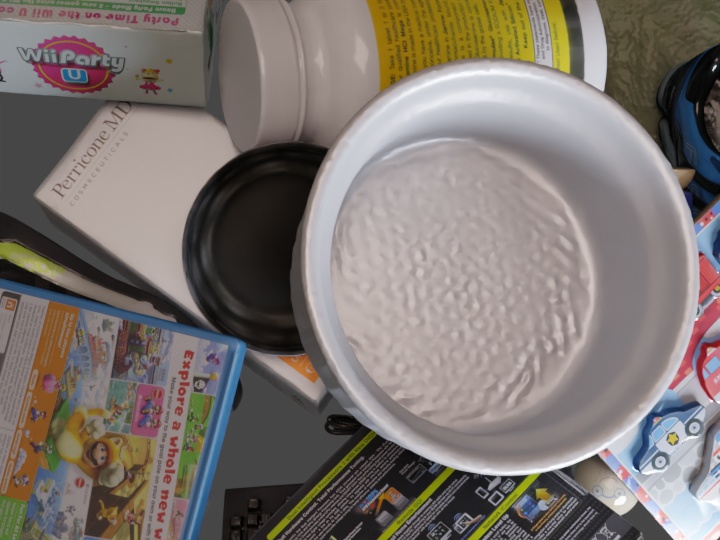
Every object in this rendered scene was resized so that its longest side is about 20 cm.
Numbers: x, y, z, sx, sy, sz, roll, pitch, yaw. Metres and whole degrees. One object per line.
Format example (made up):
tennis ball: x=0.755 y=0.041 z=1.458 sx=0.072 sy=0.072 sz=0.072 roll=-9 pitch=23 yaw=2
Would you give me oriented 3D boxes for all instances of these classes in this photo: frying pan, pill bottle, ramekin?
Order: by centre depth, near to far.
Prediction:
ramekin: x=0.059 y=0.002 z=0.820 sx=0.199 sy=0.098 sz=0.201 roll=2 pitch=82 yaw=-13
frying pan: x=-0.003 y=-0.017 z=0.878 sx=0.189 sy=0.031 sz=0.116 roll=-8 pitch=101 yaw=-12
pill bottle: x=0.027 y=-0.115 z=0.913 sx=0.199 sy=0.112 sz=0.113 roll=-6 pitch=79 yaw=-20

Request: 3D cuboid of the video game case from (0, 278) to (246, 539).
video game case: x=-0.172 y=0.083 z=0.866 sx=0.199 sy=0.018 sz=0.144 roll=13 pitch=84 yaw=12

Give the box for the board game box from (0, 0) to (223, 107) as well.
board game box: x=-0.149 y=-0.193 z=0.934 sx=0.147 sy=0.064 sz=0.201 roll=5 pitch=54 yaw=0

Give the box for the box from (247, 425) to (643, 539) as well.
box: x=0.024 y=0.168 z=0.844 sx=0.160 sy=0.044 sz=0.200 roll=35 pitch=69 yaw=31

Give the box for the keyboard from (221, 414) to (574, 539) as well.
keyboard: x=0.021 y=0.126 z=0.912 sx=0.199 sy=0.021 sz=0.128 roll=-5 pitch=54 yaw=9

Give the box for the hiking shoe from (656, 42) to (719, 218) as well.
hiking shoe: x=0.217 y=-0.034 z=0.940 sx=0.074 sy=0.087 sz=0.201 roll=-14 pitch=80 yaw=-4

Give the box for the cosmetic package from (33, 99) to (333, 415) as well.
cosmetic package: x=-0.075 y=-0.017 z=0.937 sx=0.200 sy=0.071 sz=0.102 roll=35 pitch=81 yaw=5

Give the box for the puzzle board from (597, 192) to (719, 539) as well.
puzzle board: x=0.213 y=0.044 z=0.908 sx=0.200 sy=0.017 sz=0.151 roll=-44 pitch=107 yaw=-3

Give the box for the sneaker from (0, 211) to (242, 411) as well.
sneaker: x=-0.162 y=0.044 z=0.924 sx=0.199 sy=0.072 sz=0.083 roll=28 pitch=71 yaw=14

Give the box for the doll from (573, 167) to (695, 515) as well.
doll: x=0.142 y=0.041 z=0.930 sx=0.136 sy=0.048 sz=0.201 roll=2 pitch=96 yaw=-3
